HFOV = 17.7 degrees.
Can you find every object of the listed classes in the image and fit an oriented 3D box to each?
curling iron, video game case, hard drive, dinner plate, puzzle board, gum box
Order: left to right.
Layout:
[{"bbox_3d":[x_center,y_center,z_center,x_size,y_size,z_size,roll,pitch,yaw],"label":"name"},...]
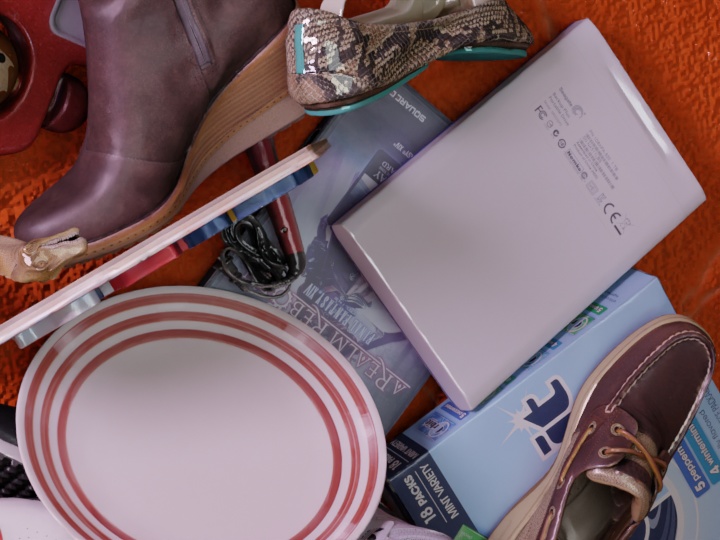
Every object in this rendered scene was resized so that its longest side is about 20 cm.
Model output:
[{"bbox_3d":[-0.103,-0.011,1.193,0.200,0.151,0.017,-30,93,4],"label":"puzzle board"},{"bbox_3d":[-0.085,0.091,1.230,0.200,0.201,0.024,-3,140,-19],"label":"dinner plate"},{"bbox_3d":[-0.070,-0.082,1.278,0.049,0.026,0.201,-12,92,-19],"label":"curling iron"},{"bbox_3d":[0.000,0.000,1.327,0.143,0.019,0.200,39,82,-18],"label":"video game case"},{"bbox_3d":[0.094,-0.033,1.330,0.200,0.025,0.132,-40,104,-20],"label":"hard drive"},{"bbox_3d":[0.127,0.124,1.362,0.200,0.045,0.170,-37,112,-12],"label":"gum box"}]

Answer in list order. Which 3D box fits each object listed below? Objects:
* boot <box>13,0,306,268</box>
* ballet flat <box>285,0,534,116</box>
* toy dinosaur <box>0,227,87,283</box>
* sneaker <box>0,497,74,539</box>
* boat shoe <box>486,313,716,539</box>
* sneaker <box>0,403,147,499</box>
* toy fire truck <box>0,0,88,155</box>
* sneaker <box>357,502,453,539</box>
[{"bbox_3d":[-0.127,-0.112,1.202,0.200,0.072,0.167,-35,120,-14],"label":"boot"},{"bbox_3d":[0.030,-0.137,1.257,0.200,0.068,0.076,-21,107,-49],"label":"ballet flat"},{"bbox_3d":[-0.233,0.005,1.194,0.058,0.200,0.101,15,52,-53],"label":"toy dinosaur"},{"bbox_3d":[-0.241,0.151,1.187,0.201,0.108,0.067,-3,81,-3],"label":"sneaker"},{"bbox_3d":[0.145,0.117,1.304,0.072,0.072,0.200,40,84,-24],"label":"boat shoe"},{"bbox_3d":[-0.129,0.098,1.276,0.200,0.070,0.090,23,66,-16],"label":"sneaker"},{"bbox_3d":[-0.195,-0.145,1.206,0.168,0.112,0.201,20,90,-38],"label":"toy fire truck"},{"bbox_3d":[0.045,0.206,1.260,0.075,0.115,0.200,-43,112,-15],"label":"sneaker"}]
